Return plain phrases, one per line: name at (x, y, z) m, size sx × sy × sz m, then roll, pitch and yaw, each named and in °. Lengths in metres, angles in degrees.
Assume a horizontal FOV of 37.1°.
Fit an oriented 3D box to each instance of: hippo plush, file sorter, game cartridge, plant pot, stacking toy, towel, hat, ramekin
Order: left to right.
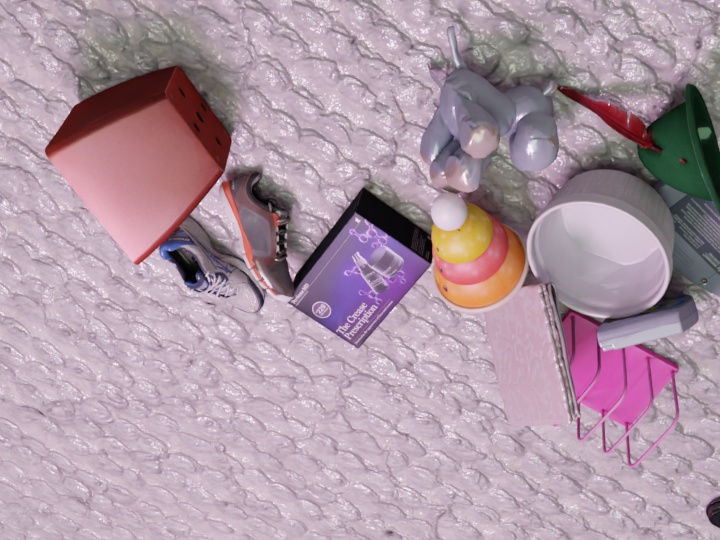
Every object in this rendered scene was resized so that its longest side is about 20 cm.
plant pot at (-0.290, -0.167, 1.497) m, size 0.175 × 0.201 × 0.201 m, roll -30°, pitch 114°, yaw 13°
stacking toy at (0.142, -0.047, 1.477) m, size 0.144 × 0.148 × 0.200 m, roll -13°, pitch 145°, yaw 18°
hippo plush at (0.177, -0.189, 1.434) m, size 0.158 × 0.203 × 0.160 m, roll 2°, pitch 148°, yaw -22°
towel at (0.244, 0.123, 1.553) m, size 0.032 × 0.191 × 0.204 m, roll -10°, pitch 86°, yaw -22°
file sorter at (0.367, 0.185, 1.632) m, size 0.198 × 0.126 × 0.140 m, roll 27°, pitch 124°, yaw -8°
ramekin at (0.338, -0.043, 1.478) m, size 0.197 × 0.105 × 0.202 m, roll 18°, pitch 136°, yaw 18°
hat at (0.374, -0.146, 1.414) m, size 0.174 × 0.203 × 0.165 m, roll -16°, pitch 146°, yaw 27°
game cartridge at (0.410, 0.071, 1.519) m, size 0.131 × 0.200 × 0.041 m, roll -13°, pitch 91°, yaw 19°
game cartridge at (0.482, -0.057, 1.510) m, size 0.199 × 0.042 × 0.133 m, roll 41°, pitch 125°, yaw -16°

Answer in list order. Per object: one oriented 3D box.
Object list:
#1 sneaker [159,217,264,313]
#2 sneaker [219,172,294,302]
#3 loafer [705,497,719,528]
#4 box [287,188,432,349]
sneaker at (-0.235, 0.010, 1.655) m, size 0.199 × 0.086 × 0.077 m, roll 39°, pitch 121°, yaw -16°
sneaker at (-0.135, -0.052, 1.580) m, size 0.081 × 0.077 × 0.202 m, roll -25°, pitch 95°, yaw 11°
loafer at (0.673, 0.419, 1.764) m, size 0.196 × 0.063 × 0.073 m, roll 7°, pitch 124°, yaw 6°
box at (0.000, 0.000, 1.612) m, size 0.140 × 0.079 × 0.201 m, roll 34°, pitch 122°, yaw -9°
